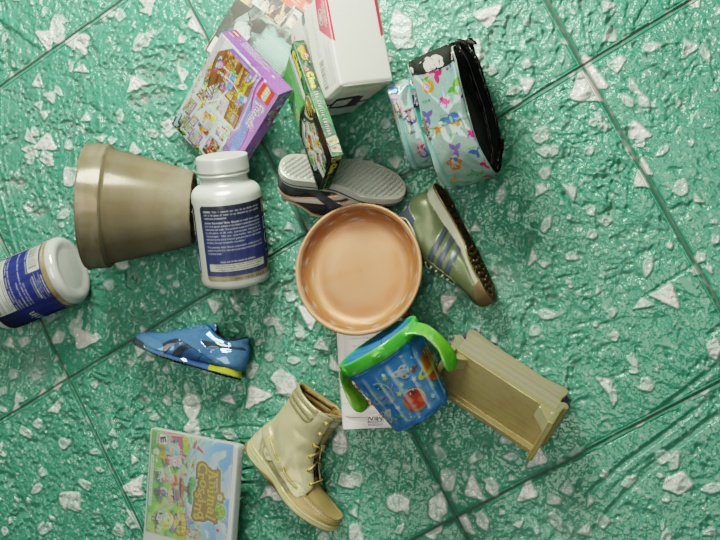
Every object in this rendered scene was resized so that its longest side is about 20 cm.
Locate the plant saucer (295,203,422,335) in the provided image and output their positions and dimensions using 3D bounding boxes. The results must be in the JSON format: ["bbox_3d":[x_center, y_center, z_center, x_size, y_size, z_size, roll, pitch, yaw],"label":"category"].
[{"bbox_3d":[0.000,0.000,1.684,0.198,0.037,0.202,-3,81,16],"label":"plant saucer"}]

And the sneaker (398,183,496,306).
[{"bbox_3d":[0.126,-0.024,1.693,0.089,0.067,0.202,-29,83,22],"label":"sneaker"}]

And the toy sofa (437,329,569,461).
[{"bbox_3d":[0.208,0.184,1.669,0.199,0.098,0.083,32,123,13],"label":"toy sofa"}]

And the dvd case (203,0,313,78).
[{"bbox_3d":[-0.143,-0.397,1.783,0.146,0.022,0.201,36,98,12],"label":"dvd case"}]

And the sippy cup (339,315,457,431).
[{"bbox_3d":[0.058,0.157,1.620,0.139,0.178,0.131,-33,94,-16],"label":"sippy cup"}]

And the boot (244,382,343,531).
[{"bbox_3d":[-0.070,0.292,1.742,0.200,0.073,0.156,45,106,17],"label":"boot"}]

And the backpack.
[{"bbox_3d":[0.132,-0.219,1.630,0.150,0.177,0.201,-23,95,18],"label":"backpack"}]

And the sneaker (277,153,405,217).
[{"bbox_3d":[-0.031,-0.127,1.730,0.198,0.080,0.079,11,53,-2],"label":"sneaker"}]

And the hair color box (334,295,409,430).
[{"bbox_3d":[0.024,0.142,1.720,0.110,0.064,0.202,-4,88,14],"label":"hair color box"}]

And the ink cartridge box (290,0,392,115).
[{"bbox_3d":[-0.033,-0.323,1.658,0.084,0.200,0.146,-10,88,-18],"label":"ink cartridge box"}]

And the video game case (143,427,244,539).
[{"bbox_3d":[-0.274,0.368,1.805,0.181,0.022,0.202,6,92,29],"label":"video game case"}]

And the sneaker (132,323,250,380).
[{"bbox_3d":[-0.271,0.118,1.806,0.198,0.066,0.079,13,82,15],"label":"sneaker"}]

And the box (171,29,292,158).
[{"bbox_3d":[-0.205,-0.257,1.749,0.137,0.039,0.200,47,128,10],"label":"box"}]

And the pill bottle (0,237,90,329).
[{"bbox_3d":[-0.564,0.030,1.856,0.198,0.116,0.117,-20,85,15],"label":"pill bottle"}]

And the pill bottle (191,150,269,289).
[{"bbox_3d":[-0.205,-0.080,1.734,0.110,0.111,0.202,-1,106,15],"label":"pill bottle"}]

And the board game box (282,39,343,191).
[{"bbox_3d":[-0.074,-0.232,1.665,0.023,0.105,0.202,-12,70,-17],"label":"board game box"}]

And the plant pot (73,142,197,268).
[{"bbox_3d":[-0.350,-0.100,1.773,0.172,0.200,0.202,2,91,-2],"label":"plant pot"}]
